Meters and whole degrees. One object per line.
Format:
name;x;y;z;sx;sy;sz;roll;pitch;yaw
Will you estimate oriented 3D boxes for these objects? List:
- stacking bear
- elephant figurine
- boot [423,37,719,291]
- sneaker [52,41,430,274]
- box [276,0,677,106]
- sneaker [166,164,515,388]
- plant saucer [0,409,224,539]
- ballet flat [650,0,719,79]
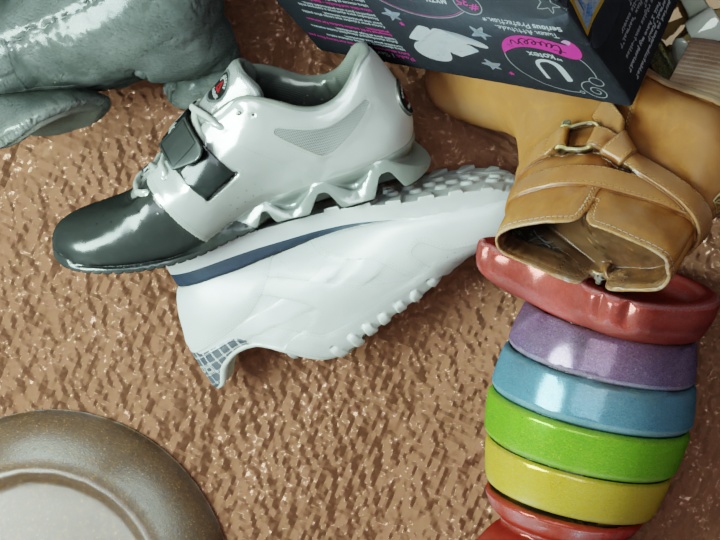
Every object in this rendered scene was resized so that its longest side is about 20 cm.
stacking bear;0.108;0.096;1.461;0.121;0.114;0.201;24;105;44
elephant figurine;-0.170;-0.116;1.481;0.200;0.155;0.142;-22;50;-6
boot;0.096;-0.059;1.430;0.200;0.074;0.155;5;44;30
sneaker;-0.072;-0.063;1.471;0.200;0.074;0.089;-20;116;1
box;0.057;-0.176;1.424;0.200;0.115;0.132;13;69;35
sneaker;0.000;0.000;1.503;0.200;0.076;0.081;-15;95;13
plant saucer;-0.169;0.175;1.530;0.200;0.037;0.201;0;87;7
ballet flat;0.170;-0.142;1.482;0.071;0.071;0.200;-28;85;6
